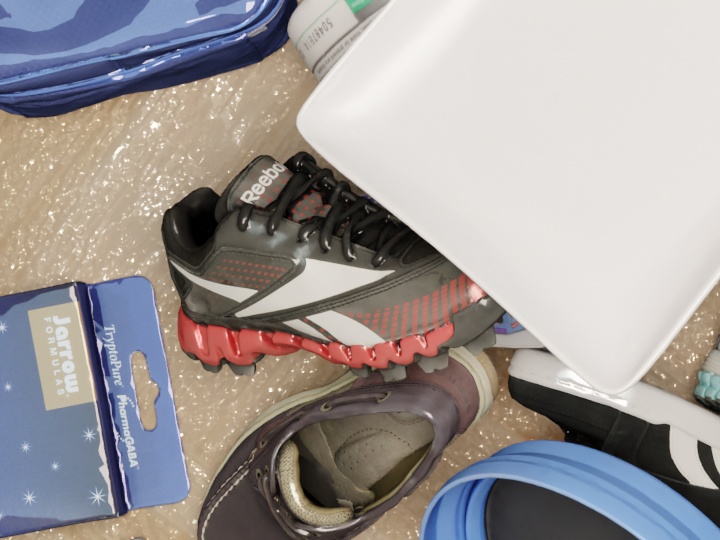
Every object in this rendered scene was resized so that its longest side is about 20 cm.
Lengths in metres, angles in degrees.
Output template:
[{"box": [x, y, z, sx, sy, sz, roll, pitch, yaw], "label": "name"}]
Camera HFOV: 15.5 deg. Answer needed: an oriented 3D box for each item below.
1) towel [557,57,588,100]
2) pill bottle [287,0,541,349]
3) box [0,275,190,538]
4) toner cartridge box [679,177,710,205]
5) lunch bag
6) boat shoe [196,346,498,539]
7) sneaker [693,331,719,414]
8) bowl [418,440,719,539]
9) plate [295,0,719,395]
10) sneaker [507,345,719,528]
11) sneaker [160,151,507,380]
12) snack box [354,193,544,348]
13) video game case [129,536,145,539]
[{"box": [0.165, -0.111, 1.230, 0.146, 0.200, 0.030, 8, 119, 4], "label": "towel"}, {"box": [0.063, -0.067, 1.274, 0.113, 0.113, 0.200, -34, 85, 4], "label": "pill bottle"}, {"box": [-0.194, 0.076, 1.339, 0.199, 0.032, 0.121, -11, 88, 4], "label": "box"}, {"box": [0.190, -0.037, 1.212, 0.200, 0.095, 0.043, -13, 100, -39], "label": "toner cartridge box"}, {"box": [-0.120, -0.157, 1.284, 0.199, 0.132, 0.136, -15, 88, 6], "label": "lunch bag"}, {"box": [-0.018, 0.095, 1.264, 0.200, 0.065, 0.072, -35, 96, 36], "label": "boat shoe"}, {"box": [0.235, 0.034, 1.228, 0.078, 0.200, 0.087, 22, 80, -35], "label": "sneaker"}, {"box": [0.117, 0.163, 1.236, 0.201, 0.201, 0.039, 45, 57, 5], "label": "bowl"}, {"box": [0.103, -0.078, 1.120, 0.200, 0.032, 0.200, 41, 94, 25], "label": "plate"}, {"box": [0.143, 0.117, 1.251, 0.200, 0.073, 0.112, 23, 89, -22], "label": "sneaker"}, {"box": [-0.014, -0.005, 1.200, 0.200, 0.071, 0.098, -1, 120, 39], "label": "sneaker"}, {"box": [0.000, 0.000, 1.262, 0.200, 0.024, 0.072, 0, 118, 37], "label": "snack box"}, {"box": [-0.157, 0.259, 1.337, 0.182, 0.022, 0.200, -22, 88, 5], "label": "video game case"}]
